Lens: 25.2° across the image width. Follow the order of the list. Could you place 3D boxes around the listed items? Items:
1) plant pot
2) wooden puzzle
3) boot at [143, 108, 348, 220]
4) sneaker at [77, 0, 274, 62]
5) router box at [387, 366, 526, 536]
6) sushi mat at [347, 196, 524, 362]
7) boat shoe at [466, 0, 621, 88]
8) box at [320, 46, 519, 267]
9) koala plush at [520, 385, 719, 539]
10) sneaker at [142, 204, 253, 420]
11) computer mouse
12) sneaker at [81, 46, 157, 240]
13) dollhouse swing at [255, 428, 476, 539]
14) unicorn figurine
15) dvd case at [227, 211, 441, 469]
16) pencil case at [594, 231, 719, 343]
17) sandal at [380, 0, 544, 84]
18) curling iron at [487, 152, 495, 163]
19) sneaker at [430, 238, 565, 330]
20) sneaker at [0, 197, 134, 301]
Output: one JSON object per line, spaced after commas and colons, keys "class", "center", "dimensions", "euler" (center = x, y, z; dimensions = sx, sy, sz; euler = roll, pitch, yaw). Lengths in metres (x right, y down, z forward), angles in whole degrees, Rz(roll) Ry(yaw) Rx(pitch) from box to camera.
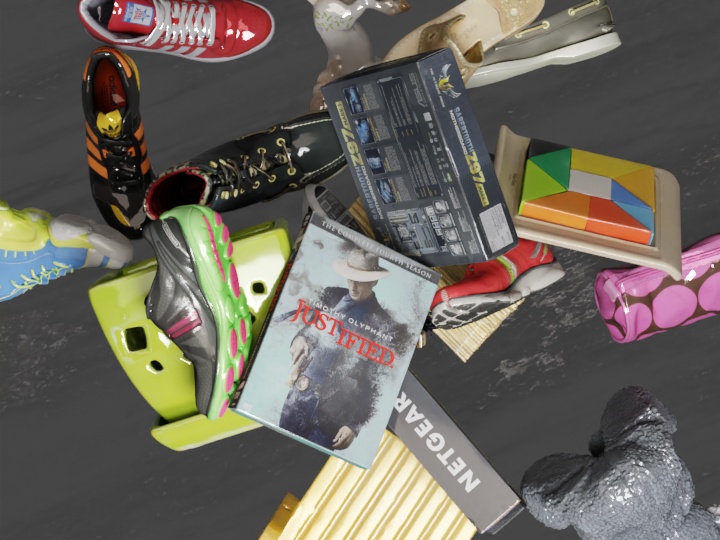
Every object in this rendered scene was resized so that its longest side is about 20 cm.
{"class": "plant pot", "center": [-0.139, 0.063, 1.586], "dimensions": [0.199, 0.200, 0.182], "euler": [-18, 96, 0]}
{"class": "wooden puzzle", "center": [0.227, -0.076, 1.597], "dimensions": [0.200, 0.185, 0.037], "euler": [17, 124, -1]}
{"class": "boot", "center": [-0.104, -0.097, 1.582], "dimensions": [0.203, 0.154, 0.074], "euler": [-18, 96, 19]}
{"class": "sneaker", "center": [-0.189, -0.254, 1.628], "dimensions": [0.200, 0.112, 0.071], "euler": [1, 89, 0]}
{"class": "router box", "center": [0.078, 0.169, 1.579], "dimensions": [0.052, 0.157, 0.200], "euler": [-41, 78, 0]}
{"class": "sushi mat", "center": [0.071, -0.008, 1.672], "dimensions": [0.096, 0.012, 0.200], "euler": [-45, 89, 0]}
{"class": "boat shoe", "center": [0.164, -0.232, 1.648], "dimensions": [0.202, 0.072, 0.060], "euler": [-15, 89, -6]}
{"class": "box", "center": [0.055, -0.102, 1.533], "dimensions": [0.051, 0.158, 0.200], "euler": [-27, 102, -35]}
{"class": "koala plush", "center": [0.291, 0.250, 1.598], "dimensions": [0.177, 0.184, 0.200], "euler": [-40, 101, 0]}
{"class": "sneaker", "center": [-0.150, 0.038, 1.458], "dimensions": [0.084, 0.077, 0.200], "euler": [-4, 103, 20]}
{"class": "computer mouse", "center": [0.000, 0.000, 1.609], "dimensions": [0.044, 0.110, 0.200], "euler": [-38, 93, 20]}
{"class": "sneaker", "center": [-0.251, -0.130, 1.638], "dimensions": [0.070, 0.090, 0.200], "euler": [-8, 89, 0]}
{"class": "dollhouse swing", "center": [0.013, 0.275, 1.600], "dimensions": [0.200, 0.182, 0.176], "euler": [35, 100, 1]}
{"class": "unicorn figurine", "center": [-0.003, -0.221, 1.641], "dimensions": [0.137, 0.074, 0.200], "euler": [-17, 107, 8]}
{"class": "dvd case", "center": [-0.020, 0.065, 1.486], "dimensions": [0.146, 0.022, 0.200], "euler": [27, 73, -18]}
{"class": "pencil case", "center": [0.338, 0.006, 1.630], "dimensions": [0.200, 0.094, 0.091], "euler": [-20, 70, -1]}
{"class": "sandal", "center": [0.093, -0.224, 1.574], "dimensions": [0.212, 0.070, 0.078], "euler": [-38, 88, -4]}
{"class": "curling iron", "center": [0.208, -0.076, 1.643], "dimensions": [0.200, 0.050, 0.026], "euler": [32, 115, 18]}
{"class": "sneaker", "center": [0.123, 0.001, 1.600], "dimensions": [0.077, 0.200, 0.085], "euler": [-28, 86, 38]}
{"class": "sneaker", "center": [-0.329, -0.010, 1.647], "dimensions": [0.200, 0.076, 0.105], "euler": [16, 99, 16]}
